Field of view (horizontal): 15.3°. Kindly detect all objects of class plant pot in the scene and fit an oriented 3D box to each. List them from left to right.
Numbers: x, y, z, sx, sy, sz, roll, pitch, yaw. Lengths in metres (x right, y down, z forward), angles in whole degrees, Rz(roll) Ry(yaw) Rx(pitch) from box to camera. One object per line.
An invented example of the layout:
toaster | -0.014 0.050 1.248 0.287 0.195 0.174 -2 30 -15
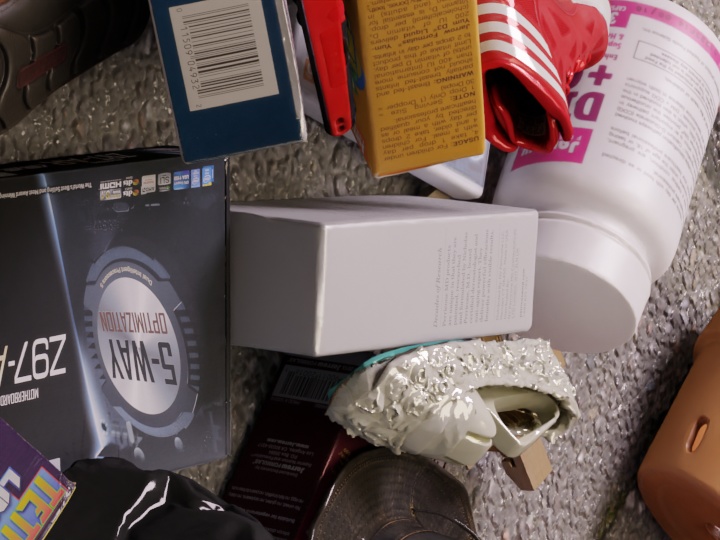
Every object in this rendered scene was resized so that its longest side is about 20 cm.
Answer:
plant pot | 0.278 0.129 1.777 0.140 0.200 0.200 -45 132 -17

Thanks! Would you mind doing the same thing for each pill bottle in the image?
pill bottle | 0.143 -0.058 1.588 0.113 0.113 0.200 55 44 -42

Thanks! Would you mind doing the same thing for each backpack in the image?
backpack | -0.095 0.197 1.279 0.127 0.167 0.200 -37 150 -39

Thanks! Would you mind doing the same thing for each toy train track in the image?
toy train track | 0.065 0.041 1.591 0.115 0.032 0.200 -43 120 -42

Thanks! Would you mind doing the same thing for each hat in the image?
hat | 0.040 0.193 1.435 0.200 0.081 0.201 -20 115 -53

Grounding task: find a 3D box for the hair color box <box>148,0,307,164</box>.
hair color box | -0.066 -0.131 1.263 0.200 0.060 0.100 -103 -177 -69

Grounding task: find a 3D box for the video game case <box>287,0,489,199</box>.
video game case | 0.023 -0.155 1.494 0.200 0.023 0.182 26 69 -53

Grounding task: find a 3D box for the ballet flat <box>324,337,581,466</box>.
ballet flat | 0.061 0.072 1.443 0.200 0.072 0.072 -6 100 -56

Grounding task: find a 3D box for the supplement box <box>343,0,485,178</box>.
supplement box | 0.020 -0.143 1.345 0.069 0.067 0.200 -16 134 -7

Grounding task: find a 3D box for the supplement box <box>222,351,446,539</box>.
supplement box | -0.028 0.152 1.453 0.109 0.061 0.200 47 59 -48

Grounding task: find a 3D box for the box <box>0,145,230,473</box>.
box | -0.142 0.027 1.291 0.200 0.043 0.161 -9 103 -52

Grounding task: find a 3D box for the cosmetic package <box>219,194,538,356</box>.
cosmetic package | 0.000 0.000 1.434 0.200 0.101 0.071 -4 99 -53

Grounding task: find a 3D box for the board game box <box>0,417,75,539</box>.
board game box | -0.236 0.123 1.131 0.165 0.057 0.200 49 65 -37

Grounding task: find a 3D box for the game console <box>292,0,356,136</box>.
game console | -0.037 -0.190 1.298 0.177 0.031 0.200 84 -5 -48

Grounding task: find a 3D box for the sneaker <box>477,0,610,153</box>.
sneaker | 0.091 -0.110 1.475 0.200 0.078 0.116 21 60 -61

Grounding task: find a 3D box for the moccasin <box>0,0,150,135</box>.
moccasin | -0.177 -0.108 1.207 0.201 0.078 0.074 -43 143 -47
